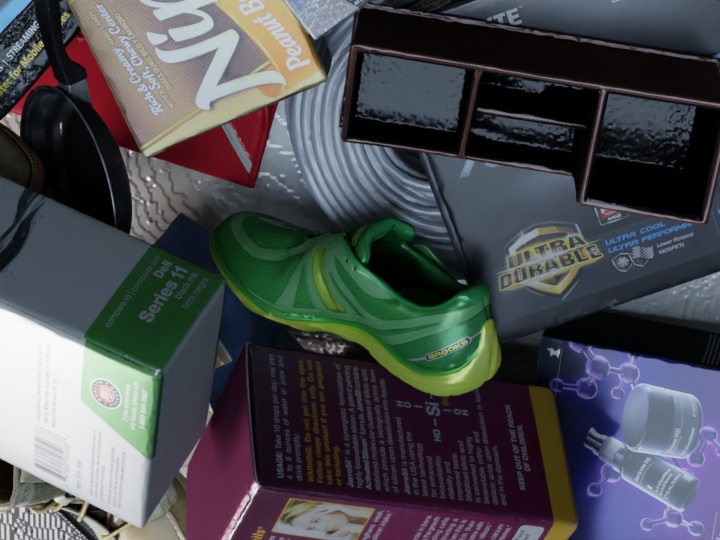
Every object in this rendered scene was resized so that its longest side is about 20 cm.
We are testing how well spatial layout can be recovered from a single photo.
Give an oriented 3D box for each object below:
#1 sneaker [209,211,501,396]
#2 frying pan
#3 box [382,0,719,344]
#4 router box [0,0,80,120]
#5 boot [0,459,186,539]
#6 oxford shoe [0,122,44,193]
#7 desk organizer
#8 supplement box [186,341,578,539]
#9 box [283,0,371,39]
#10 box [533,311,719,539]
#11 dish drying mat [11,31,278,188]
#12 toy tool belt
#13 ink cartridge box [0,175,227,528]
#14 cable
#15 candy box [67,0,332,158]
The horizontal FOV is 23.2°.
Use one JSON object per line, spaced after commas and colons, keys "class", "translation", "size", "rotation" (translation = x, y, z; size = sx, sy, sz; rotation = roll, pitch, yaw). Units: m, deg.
{"class": "sneaker", "translation": [0.000, 0.000, 1.020], "size": [0.199, 0.074, 0.084], "rotation": [23, 125, 28]}
{"class": "frying pan", "translation": [-0.170, -0.088, 0.997], "size": [0.031, 0.115, 0.192], "rotation": [-18, 101, -32]}
{"class": "box", "translation": [0.133, -0.080, 0.981], "size": [0.198, 0.050, 0.200], "rotation": [-18, 113, 9]}
{"class": "router box", "translation": [-0.198, -0.210, 1.009], "size": [0.149, 0.051, 0.200], "rotation": [41, 106, -13]}
{"class": "boot", "translation": [-0.176, 0.140, 1.095], "size": [0.072, 0.154, 0.201], "rotation": [-36, 79, 19]}
{"class": "oxford shoe", "translation": [-0.272, -0.077, 1.028], "size": [0.199, 0.075, 0.071], "rotation": [21, 83, 29]}
{"class": "desk organizer", "translation": [0.088, -0.082, 0.914], "size": [0.198, 0.077, 0.072], "rotation": [9, 113, 0]}
{"class": "supplement box", "translation": [0.009, 0.133, 1.038], "size": [0.198, 0.104, 0.131], "rotation": [10, 137, -19]}
{"class": "box", "translation": [0.001, -0.227, 0.909], "size": [0.132, 0.200, 0.115], "rotation": [-32, 108, 18]}
{"class": "box", "translation": [0.174, 0.137, 1.111], "size": [0.140, 0.079, 0.202], "rotation": [11, 108, 16]}
{"class": "dish drying mat", "translation": [-0.150, -0.114, 1.081], "size": [0.198, 0.018, 0.077], "rotation": [17, 116, -3]}
{"class": "toy tool belt", "translation": [-0.110, 0.023, 1.079], "size": [0.122, 0.125, 0.200], "rotation": [-26, 112, 44]}
{"class": "ink cartridge box", "translation": [-0.185, 0.035, 0.979], "size": [0.199, 0.083, 0.147], "rotation": [24, 139, 9]}
{"class": "cable", "translation": [0.051, -0.093, 1.044], "size": [0.199, 0.069, 0.201], "rotation": [24, 116, -6]}
{"class": "candy box", "translation": [-0.107, -0.177, 0.960], "size": [0.115, 0.055, 0.201], "rotation": [-21, 108, 11]}
